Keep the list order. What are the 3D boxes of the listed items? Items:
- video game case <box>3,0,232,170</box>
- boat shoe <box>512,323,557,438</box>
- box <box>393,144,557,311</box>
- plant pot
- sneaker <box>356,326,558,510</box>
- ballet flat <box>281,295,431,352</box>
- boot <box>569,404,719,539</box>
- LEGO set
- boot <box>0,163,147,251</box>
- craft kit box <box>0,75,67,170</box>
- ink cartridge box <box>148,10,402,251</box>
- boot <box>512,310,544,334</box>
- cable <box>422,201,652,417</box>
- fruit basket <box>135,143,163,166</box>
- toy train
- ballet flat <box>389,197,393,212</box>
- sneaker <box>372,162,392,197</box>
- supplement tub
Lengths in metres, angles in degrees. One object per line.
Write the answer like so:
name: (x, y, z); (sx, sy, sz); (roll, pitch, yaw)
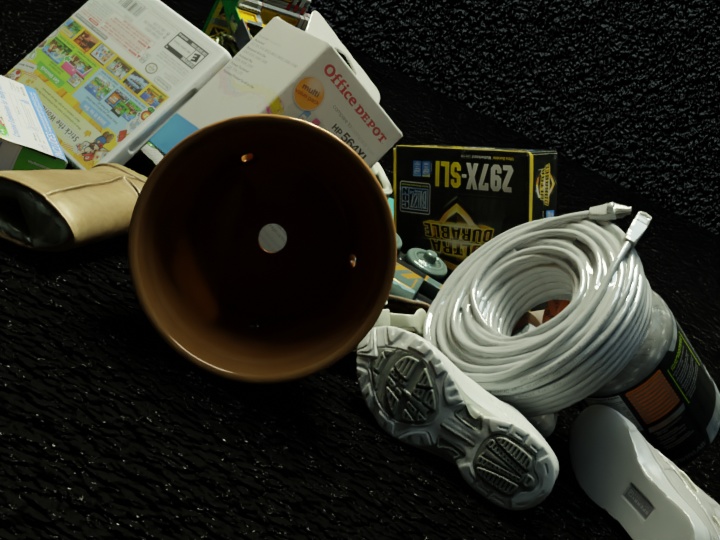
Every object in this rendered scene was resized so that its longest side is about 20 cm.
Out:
video game case: (-0.248, -0.192, 1.421); (0.200, 0.182, 0.023); (39, -11, 36)
boat shoe: (0.154, 0.112, 1.366); (0.067, 0.073, 0.200); (48, 19, -5)
box: (0.116, -0.048, 1.491); (0.049, 0.161, 0.199); (-5, 9, -41)
plant pot: (-0.074, -0.021, 1.125); (0.199, 0.201, 0.140); (28, 4, -4)
sneaker: (0.079, 0.121, 1.177); (0.200, 0.078, 0.099); (42, 9, 17)
ballet flat: (0.009, 0.042, 1.271); (0.067, 0.069, 0.200); (2, -1, 34)
boot: (0.260, 0.201, 1.251); (0.095, 0.074, 0.200); (26, 21, -35)
LEGO set: (-0.097, -0.213, 1.513); (0.115, 0.154, 0.200); (13, 26, -27)
boot: (-0.202, -0.038, 1.190); (0.174, 0.066, 0.200); (19, 11, 14)
craft kit box: (-0.374, -0.149, 1.284); (0.197, 0.049, 0.200); (24, 14, -29)
ink cartridge box: (-0.071, -0.134, 1.354); (0.129, 0.200, 0.125); (48, -6, -34)
boot: (0.152, 0.060, 1.543); (0.199, 0.071, 0.146); (18, 10, -30)
cable: (0.155, 0.037, 1.258); (0.199, 0.201, 0.069); (-5, -44, 37)
fruit basket: (-0.192, -0.125, 1.512); (0.200, 0.094, 0.185); (49, 20, 15)
toy train: (0.000, 0.000, 1.421); (0.199, 0.085, 0.114); (32, 27, 2)
ballet flat: (0.072, -0.023, 1.629); (0.069, 0.072, 0.200); (-1, 21, -42)
sneaker: (-0.027, -0.093, 1.611); (0.073, 0.116, 0.200); (16, 17, -35)
supplement tub: (0.253, 0.093, 1.350); (0.200, 0.122, 0.123); (51, -4, -41)
